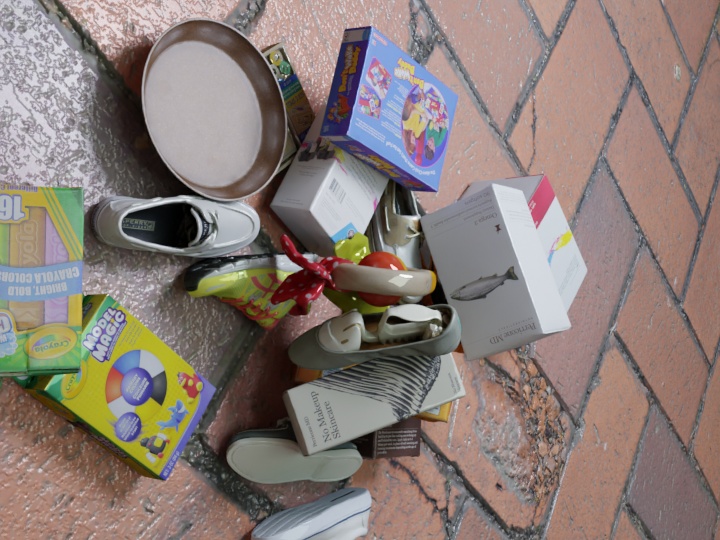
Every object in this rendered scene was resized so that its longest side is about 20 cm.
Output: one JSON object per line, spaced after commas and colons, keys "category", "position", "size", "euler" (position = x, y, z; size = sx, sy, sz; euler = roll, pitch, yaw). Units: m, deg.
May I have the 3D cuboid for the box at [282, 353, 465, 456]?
{"category": "box", "position": [0.015, 0.145, 1.027], "size": [0.198, 0.068, 0.083], "euler": [-20, 83, -13]}

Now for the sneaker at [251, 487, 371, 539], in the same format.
{"category": "sneaker", "position": [-0.051, 0.326, 1.088], "size": [0.199, 0.073, 0.072], "euler": [-5, 88, -48]}

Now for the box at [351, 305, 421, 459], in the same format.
{"category": "box", "position": [0.029, 0.148, 1.189], "size": [0.100, 0.074, 0.203], "euler": [10, 82, -47]}

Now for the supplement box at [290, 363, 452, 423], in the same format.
{"category": "supplement box", "position": [0.017, 0.135, 1.098], "size": [0.198, 0.067, 0.070], "euler": [19, 79, -8]}

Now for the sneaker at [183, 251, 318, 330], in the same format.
{"category": "sneaker", "position": [-0.119, 0.026, 1.026], "size": [0.199, 0.078, 0.092], "euler": [-4, 93, -49]}

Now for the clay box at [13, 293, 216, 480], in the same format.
{"category": "clay box", "position": [-0.248, 0.113, 0.897], "size": [0.200, 0.047, 0.116], "euler": [49, 54, -35]}

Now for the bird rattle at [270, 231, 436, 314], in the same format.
{"category": "bird rattle", "position": [0.000, 0.000, 1.007], "size": [0.200, 0.161, 0.114], "euler": [22, 75, -66]}

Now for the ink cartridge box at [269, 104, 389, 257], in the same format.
{"category": "ink cartridge box", "position": [-0.023, -0.128, 1.123], "size": [0.115, 0.067, 0.201], "euler": [52, 56, -48]}

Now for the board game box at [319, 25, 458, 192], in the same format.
{"category": "board game box", "position": [0.041, -0.194, 1.097], "size": [0.199, 0.044, 0.136], "euler": [24, 76, -50]}

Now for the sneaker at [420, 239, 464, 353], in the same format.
{"category": "sneaker", "position": [0.128, 0.018, 1.246], "size": [0.091, 0.076, 0.202], "euler": [-16, 73, -33]}

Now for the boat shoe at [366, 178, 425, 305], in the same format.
{"category": "boat shoe", "position": [0.051, -0.054, 1.182], "size": [0.074, 0.068, 0.202], "euler": [-4, 73, -57]}

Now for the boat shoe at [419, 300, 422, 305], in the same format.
{"category": "boat shoe", "position": [0.118, 0.092, 1.292], "size": [0.084, 0.068, 0.201], "euler": [50, 54, -34]}

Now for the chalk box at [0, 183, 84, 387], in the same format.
{"category": "chalk box", "position": [-0.305, 0.033, 0.756], "size": [0.122, 0.124, 0.203], "euler": [1, 87, -25]}

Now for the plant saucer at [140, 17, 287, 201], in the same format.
{"category": "plant saucer", "position": [-0.165, -0.175, 0.976], "size": [0.199, 0.034, 0.203], "euler": [9, 77, -46]}

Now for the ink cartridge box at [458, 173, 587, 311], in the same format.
{"category": "ink cartridge box", "position": [0.239, -0.024, 1.377], "size": [0.145, 0.144, 0.201], "euler": [-53, 125, -35]}

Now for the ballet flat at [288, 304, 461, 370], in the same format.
{"category": "ballet flat", "position": [0.014, 0.066, 0.990], "size": [0.064, 0.197, 0.068], "euler": [84, 1, -47]}

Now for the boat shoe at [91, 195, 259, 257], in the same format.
{"category": "boat shoe", "position": [-0.184, -0.049, 0.947], "size": [0.199, 0.065, 0.073], "euler": [6, 94, -42]}

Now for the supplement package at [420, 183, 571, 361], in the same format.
{"category": "supplement package", "position": [0.179, 0.004, 1.167], "size": [0.117, 0.116, 0.202], "euler": [0, 69, -60]}

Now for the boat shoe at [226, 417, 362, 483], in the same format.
{"category": "boat shoe", "position": [-0.086, 0.216, 1.080], "size": [0.199, 0.073, 0.062], "euler": [15, 33, -40]}

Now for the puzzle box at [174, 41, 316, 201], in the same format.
{"category": "puzzle box", "position": [-0.133, -0.174, 1.058], "size": [0.200, 0.025, 0.134], "euler": [-46, 121, -40]}
